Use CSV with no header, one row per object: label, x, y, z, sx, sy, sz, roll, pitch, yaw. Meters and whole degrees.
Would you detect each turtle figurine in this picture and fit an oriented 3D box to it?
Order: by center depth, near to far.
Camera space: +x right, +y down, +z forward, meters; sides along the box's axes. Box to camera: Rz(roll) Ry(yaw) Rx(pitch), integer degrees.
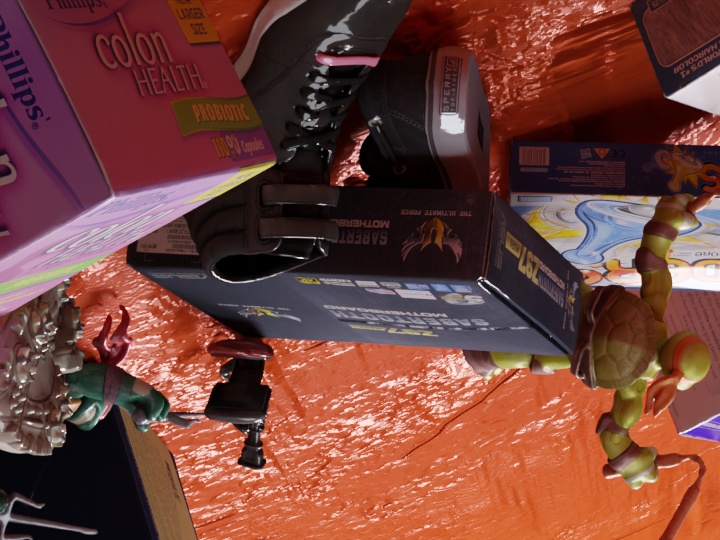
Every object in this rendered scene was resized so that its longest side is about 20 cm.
turtle figurine,0.130,0.045,1.392,0.161,0.201,0.064,15,-171,42
turtle figurine,-0.188,0.081,1.404,0.199,0.101,0.150,6,138,-48

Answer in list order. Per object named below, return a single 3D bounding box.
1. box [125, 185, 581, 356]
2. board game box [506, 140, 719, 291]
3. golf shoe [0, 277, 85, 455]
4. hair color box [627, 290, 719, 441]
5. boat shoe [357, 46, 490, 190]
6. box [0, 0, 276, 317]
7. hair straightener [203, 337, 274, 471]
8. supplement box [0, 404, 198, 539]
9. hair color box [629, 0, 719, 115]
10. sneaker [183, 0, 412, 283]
box,0.000,0.000,1.333,0.199,0.051,0.158,3,167,22
board game box,0.182,-0.029,1.463,0.198,0.035,0.136,1,157,2
golf shoe,-0.191,0.044,1.256,0.096,0.079,0.200,-7,-167,0
hair color box,0.278,0.017,1.640,0.199,0.110,0.065,-32,155,29
boat shoe,0.031,-0.060,1.317,0.066,0.070,0.200,2,166,7
box,-0.165,-0.036,1.083,0.199,0.097,0.176,-29,177,20
hair straightener,-0.073,0.076,1.476,0.041,0.078,0.200,3,180,-5
supplement box,-0.169,0.195,1.552,0.133,0.201,0.200,-19,159,2
hair color box,0.240,-0.122,1.347,0.100,0.061,0.199,-31,156,30
sneaker,-0.022,-0.066,1.205,0.070,0.100,0.200,2,148,-39
